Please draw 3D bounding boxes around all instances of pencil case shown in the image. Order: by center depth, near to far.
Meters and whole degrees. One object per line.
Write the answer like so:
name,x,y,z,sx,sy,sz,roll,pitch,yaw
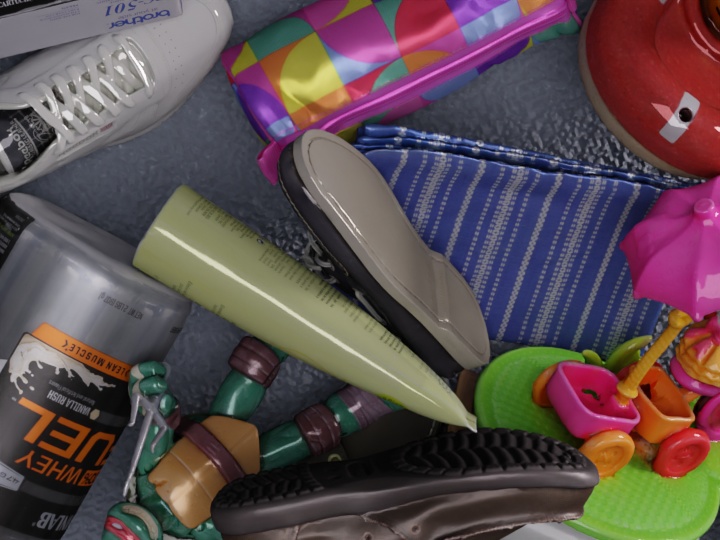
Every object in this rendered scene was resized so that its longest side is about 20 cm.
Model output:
pencil case,0.023,-0.122,1.627,0.200,0.088,0.088,-30,101,0

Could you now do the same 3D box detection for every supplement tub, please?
supplement tub,-0.188,0.070,1.615,0.122,0.123,0.200,29,95,-9

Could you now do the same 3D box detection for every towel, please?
towel,0.077,-0.010,1.642,0.200,0.024,0.145,10,135,-8

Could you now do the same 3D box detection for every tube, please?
tube,-0.024,0.029,1.563,0.200,0.058,0.052,32,134,0

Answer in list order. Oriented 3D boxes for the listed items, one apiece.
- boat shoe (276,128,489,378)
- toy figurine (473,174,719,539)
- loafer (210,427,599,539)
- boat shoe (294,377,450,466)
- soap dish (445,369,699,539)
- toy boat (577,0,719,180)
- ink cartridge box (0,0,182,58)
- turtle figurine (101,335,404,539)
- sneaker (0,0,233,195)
boat shoe,0.000,0.000,1.589,0.063,0.073,0.200,-20,139,20
toy figurine,0.187,0.034,1.602,0.200,0.150,0.184,4,132,-34
loafer,0.025,0.130,1.545,0.200,0.073,0.071,-8,105,1
boat shoe,-0.019,0.133,1.673,0.072,0.060,0.202,41,93,-11
soap dish,0.102,0.166,1.635,0.157,0.200,0.081,24,137,-10
toy boat,0.209,-0.144,1.596,0.130,0.131,0.200,37,72,-8
ink cartridge box,-0.203,-0.161,1.596,0.200,0.044,0.094,-13,65,-3
turtle figurine,-0.077,0.102,1.600,0.200,0.101,0.150,-44,107,-20
sneaker,-0.155,-0.091,1.616,0.200,0.081,0.076,-32,99,-2
